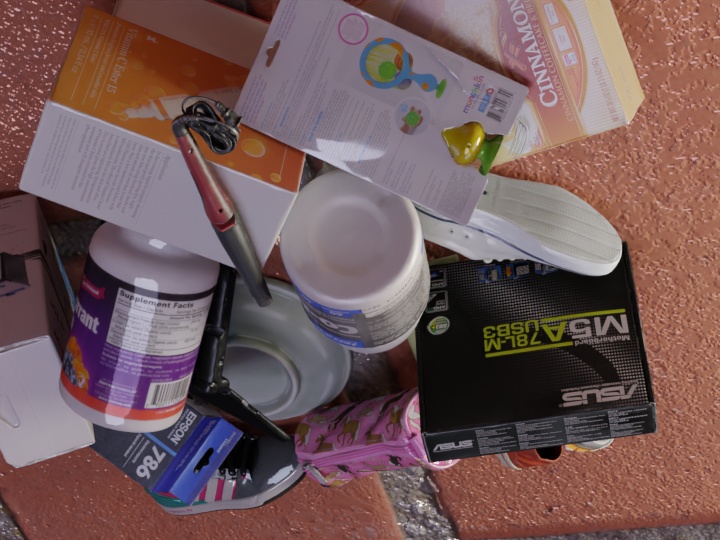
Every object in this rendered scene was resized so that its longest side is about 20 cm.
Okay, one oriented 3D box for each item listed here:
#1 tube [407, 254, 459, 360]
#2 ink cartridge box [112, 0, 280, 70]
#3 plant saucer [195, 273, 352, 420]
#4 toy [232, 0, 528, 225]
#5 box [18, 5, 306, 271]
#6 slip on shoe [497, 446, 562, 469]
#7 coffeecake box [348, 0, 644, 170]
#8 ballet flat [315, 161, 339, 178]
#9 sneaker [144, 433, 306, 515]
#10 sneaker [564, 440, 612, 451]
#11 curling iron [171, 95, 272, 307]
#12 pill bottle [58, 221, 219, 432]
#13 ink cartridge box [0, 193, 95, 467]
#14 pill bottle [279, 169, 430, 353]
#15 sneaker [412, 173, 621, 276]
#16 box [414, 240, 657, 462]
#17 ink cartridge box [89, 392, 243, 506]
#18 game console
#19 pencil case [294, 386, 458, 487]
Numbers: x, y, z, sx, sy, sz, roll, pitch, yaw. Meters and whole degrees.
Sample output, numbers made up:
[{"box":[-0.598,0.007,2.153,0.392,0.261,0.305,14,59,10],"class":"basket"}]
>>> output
[{"box":[0.075,0.069,1.663,0.052,0.058,0.201,28,146,43],"class":"tube"},{"box":[-0.159,-0.132,1.488,0.145,0.083,0.201,19,134,-8],"class":"ink cartridge box"},{"box":[-0.108,0.090,1.719,0.198,0.051,0.201,6,135,6],"class":"plant saucer"},{"box":[0.016,-0.129,1.345,0.199,0.047,0.116,25,100,1],"class":"toy"},{"box":[-0.147,-0.100,1.369,0.198,0.125,0.098,20,132,-10],"class":"box"},{"box":[0.145,0.132,1.675,0.061,0.075,0.200,-1,149,24],"class":"slip on shoe"},{"box":[0.099,-0.166,1.373,0.198,0.073,0.155,-16,105,25],"class":"coffeecake box"},{"box":[0.011,-0.098,1.501,0.199,0.070,0.069,-33,121,26],"class":"ballet flat"},{"box":[-0.157,0.185,1.804,0.198,0.084,0.121,-17,138,27],"class":"sneaker"},{"box":[0.192,0.096,1.648,0.077,0.079,0.200,-28,126,20],"class":"sneaker"},{"box":[-0.096,-0.045,1.309,0.049,0.026,0.201,-2,131,14],"class":"curling iron"},{"box":[-0.181,0.024,1.475,0.110,0.112,0.202,15,111,-4],"class":"pill bottle"},{"box":[-0.308,0.053,1.607,0.085,0.201,0.147,-16,133,-3],"class":"ink cartridge box"},{"box":[0.000,0.000,1.452,0.112,0.115,0.200,5,164,7],"class":"pill bottle"},{"box":[0.129,-0.039,1.539,0.198,0.073,0.071,22,144,3],"class":"sneaker"},{"box":[0.146,0.067,1.524,0.198,0.194,0.048,-8,134,7],"class":"box"},{"box":[-0.223,0.143,1.737,0.199,0.039,0.100,35,100,-2],"class":"ink cartridge box"},{"box":[-0.150,0.050,1.615,0.199,0.116,0.178,21,107,45],"class":"game console"},{"box":[0.020,0.160,1.697,0.082,0.087,0.199,27,153,-30],"class":"pencil case"}]
